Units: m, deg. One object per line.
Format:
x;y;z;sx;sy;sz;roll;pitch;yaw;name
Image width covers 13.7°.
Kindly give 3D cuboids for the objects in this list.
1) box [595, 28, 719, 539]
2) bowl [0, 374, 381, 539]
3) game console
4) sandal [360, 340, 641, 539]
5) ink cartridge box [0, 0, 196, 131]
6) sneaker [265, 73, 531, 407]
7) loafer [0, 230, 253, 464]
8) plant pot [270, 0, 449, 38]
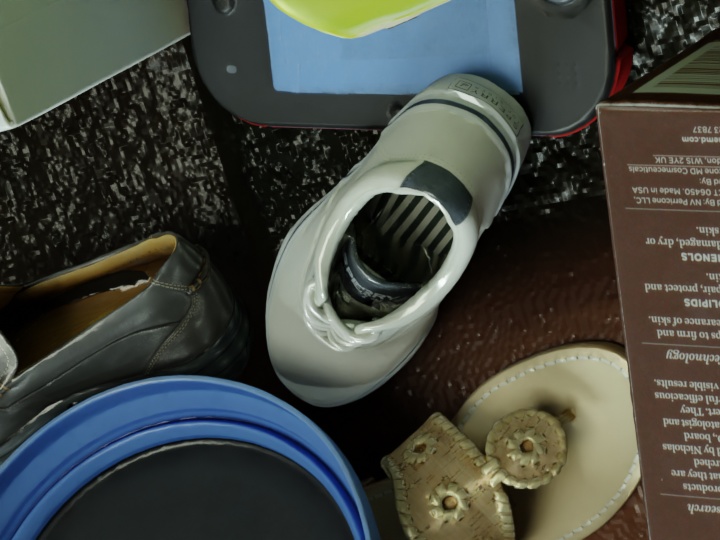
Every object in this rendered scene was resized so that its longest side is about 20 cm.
0.149;0.020;1.111;0.075;0.100;0.201;5;113;32;box
-0.080;0.142;1.223;0.200;0.039;0.201;-10;63;20;bowl
0.011;-0.142;1.180;0.199;0.031;0.177;4;112;32;game console
0.033;0.103;1.244;0.211;0.070;0.078;-32;91;39;sandal
-0.185;-0.097;1.258;0.200;0.147;0.083;-14;103;38;ink cartridge box
0.000;0.000;1.203;0.073;0.071;0.200;34;139;4;sneaker
-0.150;0.032;1.285;0.199;0.073;0.072;-20;135;3;loafer
0.022;-0.196;1.014;0.199;0.200;0.182;-23;105;7;plant pot
